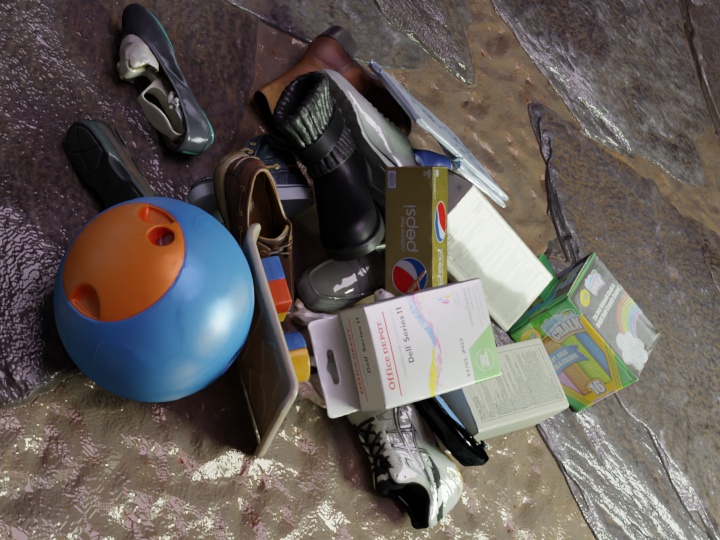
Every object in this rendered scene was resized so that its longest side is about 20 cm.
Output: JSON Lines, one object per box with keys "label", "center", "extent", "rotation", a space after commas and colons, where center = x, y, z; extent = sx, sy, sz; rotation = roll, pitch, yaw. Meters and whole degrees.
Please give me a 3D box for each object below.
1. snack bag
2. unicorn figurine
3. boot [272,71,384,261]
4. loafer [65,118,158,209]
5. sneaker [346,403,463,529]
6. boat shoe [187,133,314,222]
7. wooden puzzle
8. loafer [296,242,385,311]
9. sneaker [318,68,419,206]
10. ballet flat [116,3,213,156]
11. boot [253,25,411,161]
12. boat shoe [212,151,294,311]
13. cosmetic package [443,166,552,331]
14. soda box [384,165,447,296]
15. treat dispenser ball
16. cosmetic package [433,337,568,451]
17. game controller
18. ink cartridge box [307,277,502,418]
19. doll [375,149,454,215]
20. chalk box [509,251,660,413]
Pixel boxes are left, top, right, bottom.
{"label": "snack bag", "center": [0.100, -0.181, 1.747], "extent": [0.199, 0.021, 0.189], "rotation": [37, 13, -37]}
{"label": "unicorn figurine", "center": [-0.020, 0.080, 1.531], "extent": [0.136, 0.074, 0.202], "rotation": [18, 63, 5]}
{"label": "boot", "center": [-0.041, -0.124, 1.575], "extent": [0.212, 0.079, 0.159], "rotation": [-102, 167, -51]}
{"label": "loafer", "center": [-0.249, -0.083, 1.455], "extent": [0.063, 0.072, 0.202], "rotation": [-20, 76, -55]}
{"label": "sneaker", "center": [0.038, 0.210, 1.530], "extent": [0.200, 0.076, 0.088], "rotation": [48, 45, -4]}
{"label": "boat shoe", "center": [-0.142, -0.113, 1.583], "extent": [0.199, 0.071, 0.092], "rotation": [-2, 64, -53]}
{"label": "wooden puzzle", "center": [-0.098, 0.076, 1.406], "extent": [0.046, 0.186, 0.203], "rotation": [-7, 68, -18]}
{"label": "loafer", "center": [0.000, 0.000, 1.638], "extent": [0.199, 0.070, 0.071], "rotation": [-21, 79, -49]}
{"label": "sneaker", "center": [0.009, -0.177, 1.713], "extent": [0.080, 0.076, 0.201], "rotation": [-38, 94, -43]}
{"label": "ballet flat", "center": [-0.242, -0.224, 1.558], "extent": [0.073, 0.073, 0.202], "rotation": [-24, 84, -49]}
{"label": "boot", "center": [-0.031, -0.209, 1.758], "extent": [0.189, 0.068, 0.200], "rotation": [56, 44, -18]}
{"label": "boat shoe", "center": [-0.112, -0.033, 1.496], "extent": [0.072, 0.067, 0.203], "rotation": [-28, 117, -32]}
{"label": "cosmetic package", "center": [0.149, -0.027, 1.729], "extent": [0.200, 0.103, 0.087], "rotation": [47, -4, -34]}
{"label": "soda box", "center": [0.068, -0.025, 1.603], "extent": [0.068, 0.063, 0.203], "rotation": [-12, 103, -70]}
{"label": "treat dispenser ball", "center": [-0.205, 0.029, 1.317], "extent": [0.199, 0.200, 0.203], "rotation": [24, 48, -31]}
{"label": "cosmetic package", "center": [0.170, 0.157, 1.696], "extent": [0.198, 0.073, 0.105], "rotation": [-6, 68, -46]}
{"label": "game controller", "center": [0.080, 0.149, 1.573], "extent": [0.200, 0.042, 0.105], "rotation": [50, -5, 31]}
{"label": "ink cartridge box", "center": [0.050, 0.087, 1.474], "extent": [0.198, 0.067, 0.119], "rotation": [-14, 90, -28]}
{"label": "doll", "center": [0.056, -0.123, 1.792], "extent": [0.198, 0.048, 0.139], "rotation": [4, 82, -41]}
{"label": "chalk box", "center": [0.298, 0.070, 1.844], "extent": [0.200, 0.123, 0.125], "rotation": [49, 41, -5]}
